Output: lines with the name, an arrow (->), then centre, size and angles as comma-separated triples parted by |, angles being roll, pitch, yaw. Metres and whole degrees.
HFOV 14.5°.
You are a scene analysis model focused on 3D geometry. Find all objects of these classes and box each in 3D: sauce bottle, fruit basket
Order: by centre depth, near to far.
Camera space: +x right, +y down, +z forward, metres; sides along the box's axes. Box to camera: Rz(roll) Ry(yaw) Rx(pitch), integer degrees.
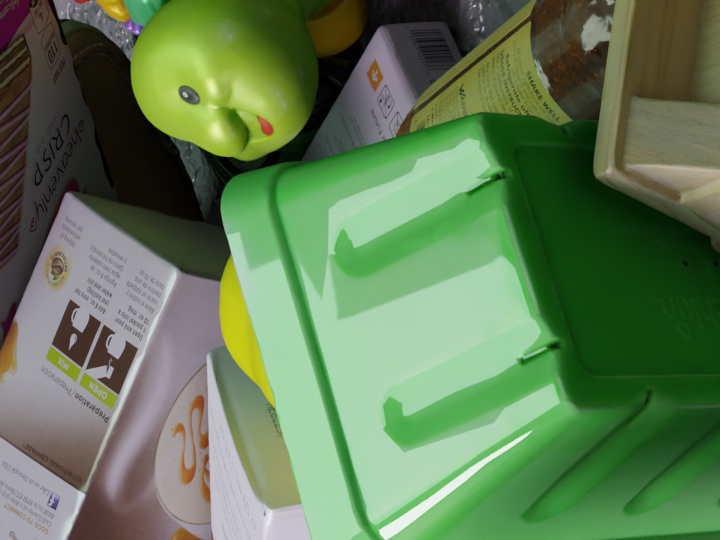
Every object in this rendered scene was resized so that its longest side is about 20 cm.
fruit basket -> 0.036, 0.028, 0.889 | 0.216, 0.215, 0.156 | -43, 58, 55
sauce bottle -> 0.080, -0.067, 0.935 | 0.200, 0.066, 0.066 | -35, 65, 59

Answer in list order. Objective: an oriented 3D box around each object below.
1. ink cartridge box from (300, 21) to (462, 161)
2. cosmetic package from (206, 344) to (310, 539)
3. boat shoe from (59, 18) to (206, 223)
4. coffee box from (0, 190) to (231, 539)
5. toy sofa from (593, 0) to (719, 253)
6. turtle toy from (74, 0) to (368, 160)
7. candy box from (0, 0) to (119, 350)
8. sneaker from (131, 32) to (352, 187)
ink cartridge box -> 0.000, 0.000, 1.121 | 0.200, 0.037, 0.095 | -55, 49, 46
cosmetic package -> -0.013, 0.130, 1.028 | 0.102, 0.074, 0.200 | -112, 20, -54
boat shoe -> -0.092, -0.024, 1.215 | 0.076, 0.072, 0.200 | 30, 155, 33
coffee box -> -0.089, 0.083, 1.078 | 0.080, 0.114, 0.200 | 32, 102, 42
toy sofa -> 0.164, -0.067, 0.759 | 0.200, 0.098, 0.083 | -21, 53, 50
turtle toy -> -0.064, -0.125, 1.067 | 0.200, 0.101, 0.146 | 57, 175, 36
candy box -> -0.157, -0.031, 1.087 | 0.061, 0.136, 0.200 | 7, 137, 20
sneaker -> -0.076, -0.108, 1.192 | 0.200, 0.078, 0.085 | 60, 146, 37
